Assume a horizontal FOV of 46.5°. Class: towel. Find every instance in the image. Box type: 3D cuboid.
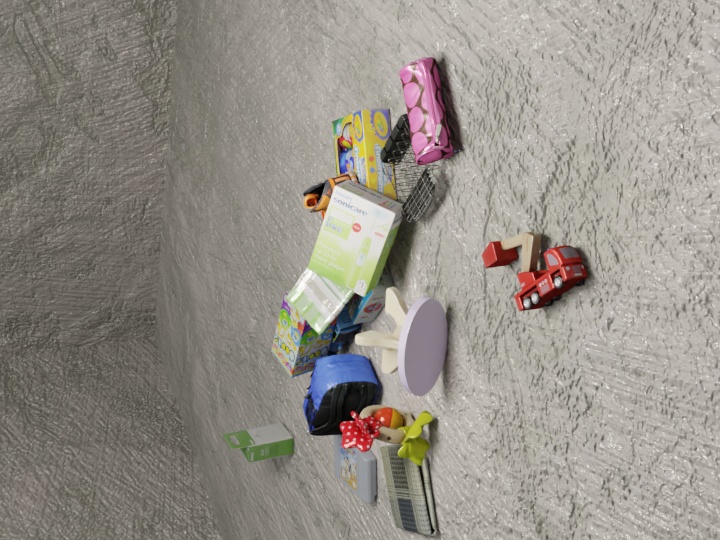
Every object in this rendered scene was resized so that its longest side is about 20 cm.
[{"bbox_3d":[0.109,0.491,1.897,0.192,0.034,0.202,154,106,-66],"label":"towel"},{"bbox_3d":[-0.077,0.026,1.915,0.201,0.031,0.149,-53,54,11],"label":"towel"}]

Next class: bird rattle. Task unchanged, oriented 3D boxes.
[{"bbox_3d":[0.053,0.344,1.806,0.163,0.197,0.114,-96,10,-75],"label":"bird rattle"}]

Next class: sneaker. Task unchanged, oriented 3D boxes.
[{"bbox_3d":[-0.083,-0.148,1.889,0.078,0.111,0.201,63,152,26],"label":"sneaker"}]

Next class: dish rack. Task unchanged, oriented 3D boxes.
[{"bbox_3d":[0.107,-0.207,1.712,0.202,0.054,0.154,69,152,25],"label":"dish rack"}]

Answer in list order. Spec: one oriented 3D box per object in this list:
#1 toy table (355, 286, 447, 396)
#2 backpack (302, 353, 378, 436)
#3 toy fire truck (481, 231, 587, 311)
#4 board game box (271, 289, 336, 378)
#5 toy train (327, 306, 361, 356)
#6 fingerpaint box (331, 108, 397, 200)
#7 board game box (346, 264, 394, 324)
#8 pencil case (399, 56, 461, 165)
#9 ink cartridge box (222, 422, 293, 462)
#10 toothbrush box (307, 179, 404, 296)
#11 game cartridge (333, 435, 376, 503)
[{"bbox_3d":[0.092,0.141,1.700,0.116,0.183,0.202,20,102,44],"label":"toy table"},{"bbox_3d":[-0.055,0.286,2.034,0.201,0.161,0.169,109,147,-43],"label":"backpack"},{"bbox_3d":[0.285,-0.011,1.389,0.200,0.048,0.143,-47,53,57],"label":"toy fire truck"},{"bbox_3d":[-0.137,0.148,2.055,0.103,0.104,0.201,48,138,34],"label":"board game box"},{"bbox_3d":[-0.070,0.143,2.123,0.115,0.086,0.201,63,148,25],"label":"toy train"},{"bbox_3d":[0.005,-0.250,1.887,0.166,0.073,0.203,2,98,64],"label":"fingerpaint box"},{"bbox_3d":[0.000,0.000,1.968,0.148,0.064,0.202,-58,46,51],"label":"board game box"},{"bbox_3d":[0.128,-0.309,1.608,0.094,0.090,0.202,59,-161,-79],"label":"pencil case"},{"bbox_3d":[-0.316,0.535,2.584,0.104,0.198,0.060,35,126,58],"label":"ink cartridge box"},{"bbox_3d":[-0.009,-0.070,1.792,0.144,0.086,0.202,26,112,12],"label":"toothbrush box"},{"bbox_3d":[-0.017,0.495,2.147,0.200,0.041,0.135,19,117,62],"label":"game cartridge"}]
